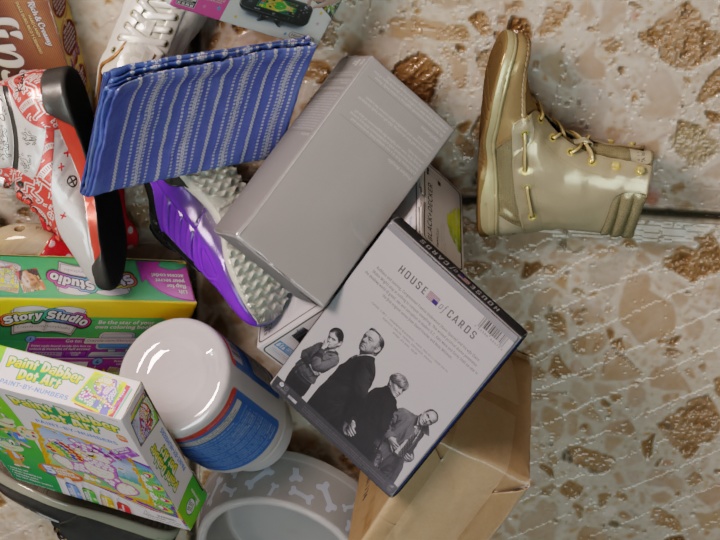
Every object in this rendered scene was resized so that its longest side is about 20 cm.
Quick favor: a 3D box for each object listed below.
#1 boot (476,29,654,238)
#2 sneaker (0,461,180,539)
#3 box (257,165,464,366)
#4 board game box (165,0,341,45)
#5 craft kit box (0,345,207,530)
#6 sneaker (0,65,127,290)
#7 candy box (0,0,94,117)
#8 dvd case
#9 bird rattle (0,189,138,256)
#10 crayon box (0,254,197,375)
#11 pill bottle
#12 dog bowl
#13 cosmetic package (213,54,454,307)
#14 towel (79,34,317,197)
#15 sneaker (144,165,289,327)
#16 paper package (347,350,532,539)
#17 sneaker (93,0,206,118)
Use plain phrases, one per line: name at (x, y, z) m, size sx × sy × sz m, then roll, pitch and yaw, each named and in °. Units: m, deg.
boot at (0.182, -0.116, 1.604) m, size 0.154 × 0.073 × 0.201 m, roll 3°, pitch 121°, yaw 2°
sneaker at (-0.291, 0.263, 1.843) m, size 0.199 × 0.075 × 0.107 m, roll 23°, pitch 115°, yaw -11°
box at (0.000, 0.000, 1.638) m, size 0.200 × 0.117 × 0.060 m, roll -35°, pitch 123°, yaw 27°
board game box at (-0.062, -0.296, 1.495) m, size 0.147 × 0.064 × 0.201 m, roll 12°, pitch 123°, yaw -32°
craft kit box at (-0.254, 0.144, 1.611) m, size 0.199 × 0.049 × 0.198 m, roll 12°, pitch 146°, yaw 24°
sneaker at (-0.276, -0.075, 1.586) m, size 0.107 × 0.067 × 0.203 m, roll -7°, pitch 110°, yaw 15°
candy box at (-0.306, -0.179, 1.608) m, size 0.116 × 0.057 × 0.201 m, roll -7°, pitch 120°, yaw 8°
dvd case at (0.030, 0.076, 1.560) m, size 0.150 × 0.025 × 0.200 m, roll 42°, pitch 116°, yaw 10°
bird rattle at (-0.304, -0.006, 1.704) m, size 0.199 × 0.113 × 0.164 m, roll -11°, pitch 131°, yaw -5°
crayon box at (-0.272, 0.063, 1.678) m, size 0.199 × 0.059 × 0.173 m, roll 2°, pitch 137°, yaw -26°
pill bottle at (-0.135, 0.125, 1.692) m, size 0.112 × 0.113 × 0.200 m, roll -18°, pitch 155°, yaw 13°
dog bowl at (-0.073, 0.271, 1.817) m, size 0.199 × 0.059 × 0.201 m, roll 9°, pitch 130°, yaw 11°
cosmetic package at (-0.023, -0.079, 1.579) m, size 0.107 × 0.090 × 0.200 m, roll 41°, pitch 84°, yaw -19°
towel at (-0.137, -0.128, 1.537) m, size 0.199 × 0.024 × 0.145 m, roll -14°, pitch 145°, yaw -30°
sneaker at (-0.139, -0.034, 1.649) m, size 0.099 × 0.069 × 0.201 m, roll -31°, pitch 85°, yaw 44°
paper package at (0.075, 0.184, 1.708) m, size 0.103 × 0.200 × 0.191 m, roll 26°, pitch 118°, yaw -9°
sneaker at (-0.178, -0.202, 1.572) m, size 0.072 × 0.085 × 0.201 m, roll 21°, pitch 117°, yaw -6°
